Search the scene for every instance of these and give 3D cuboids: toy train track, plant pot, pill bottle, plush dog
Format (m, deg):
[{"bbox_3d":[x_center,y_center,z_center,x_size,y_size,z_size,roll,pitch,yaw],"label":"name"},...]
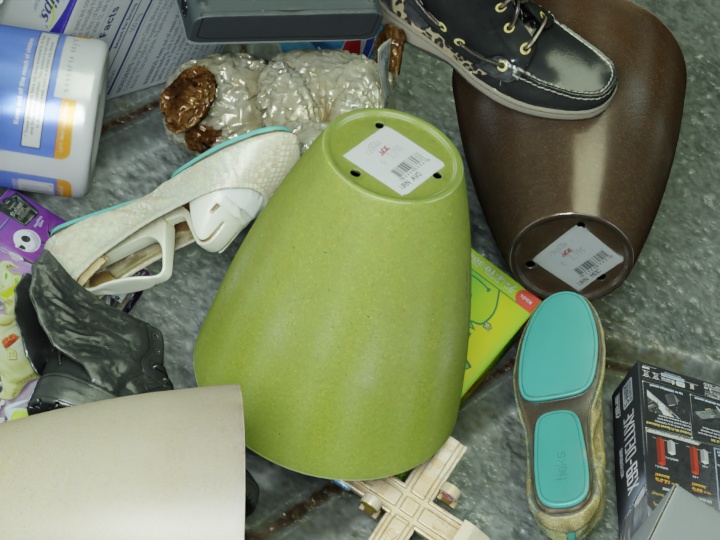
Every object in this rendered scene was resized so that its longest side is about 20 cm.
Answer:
[{"bbox_3d":[-0.002,0.132,1.498,0.199,0.033,0.115,32,73,7],"label":"toy train track"},{"bbox_3d":[-0.174,0.157,1.329,0.198,0.188,0.188,3,47,-8],"label":"plant pot"},{"bbox_3d":[0.160,-0.079,1.704,0.185,0.188,0.201,17,44,-13],"label":"plant pot"},{"bbox_3d":[0.000,0.000,1.463,0.185,0.201,0.188,10,41,-9],"label":"plant pot"},{"bbox_3d":[-0.279,-0.119,1.550,0.198,0.113,0.113,9,45,-4],"label":"pill bottle"},{"bbox_3d":[-0.062,-0.112,1.617,0.170,0.200,0.162,8,79,9],"label":"plush dog"}]

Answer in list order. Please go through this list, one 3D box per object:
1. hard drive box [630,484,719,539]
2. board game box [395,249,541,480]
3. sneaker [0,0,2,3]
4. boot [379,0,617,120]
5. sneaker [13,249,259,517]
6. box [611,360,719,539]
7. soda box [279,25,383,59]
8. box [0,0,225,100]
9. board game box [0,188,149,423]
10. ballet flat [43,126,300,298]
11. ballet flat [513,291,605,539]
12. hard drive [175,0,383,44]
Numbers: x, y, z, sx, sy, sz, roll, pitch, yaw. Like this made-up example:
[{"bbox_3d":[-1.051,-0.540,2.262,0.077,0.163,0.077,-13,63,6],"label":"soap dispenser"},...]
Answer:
[{"bbox_3d":[0.242,0.258,1.459,0.199,0.156,0.077,33,44,5],"label":"hard drive box"},{"bbox_3d":[0.040,0.057,1.616,0.101,0.048,0.200,37,43,7],"label":"board game box"},{"bbox_3d":[-0.355,-0.222,1.578,0.198,0.100,0.070,-7,48,11],"label":"sneaker"},{"bbox_3d":[0.107,-0.197,1.590,0.199,0.151,0.073,30,59,4],"label":"boot"},{"bbox_3d":[-0.144,0.077,1.467,0.199,0.060,0.105,29,48,-15],"label":"sneaker"},{"bbox_3d":[0.285,0.164,1.647,0.198,0.050,0.159,16,45,-14],"label":"box"},{"bbox_3d":[-0.024,-0.195,1.699,0.067,0.200,0.065,24,75,18],"label":"soda box"},{"bbox_3d":[-0.176,-0.224,1.662,0.199,0.184,0.105,-23,65,-41],"label":"box"},{"bbox_3d":[-0.236,0.036,1.503,0.119,0.032,0.200,28,43,4],"label":"board game box"},{"bbox_3d":[-0.120,-0.028,1.494,0.067,0.199,0.063,36,33,-57],"label":"ballet flat"},{"bbox_3d":[0.146,0.109,1.611,0.070,0.071,0.201,15,49,-15],"label":"ballet flat"},{"bbox_3d":[-0.074,-0.248,1.571,0.138,0.033,0.201,-4,59,-21],"label":"hard drive"}]
